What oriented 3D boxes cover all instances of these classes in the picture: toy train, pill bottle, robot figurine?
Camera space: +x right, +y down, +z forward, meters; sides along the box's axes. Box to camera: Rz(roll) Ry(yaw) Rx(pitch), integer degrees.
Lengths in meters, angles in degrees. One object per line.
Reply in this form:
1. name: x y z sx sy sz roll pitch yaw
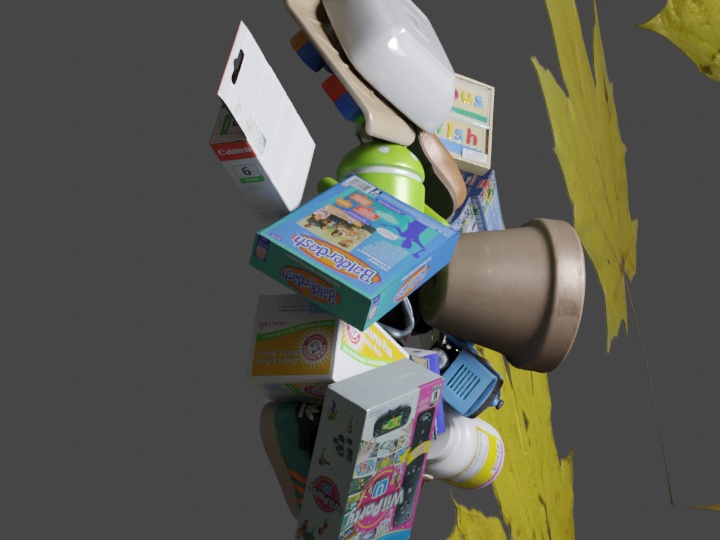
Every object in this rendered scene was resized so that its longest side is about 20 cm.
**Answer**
1. toy train: 0.139 0.144 1.809 0.087 0.114 0.200 -48 163 3
2. pill bottle: 0.127 0.244 1.875 0.200 0.103 0.106 36 53 -61
3. robot figurine: 0.023 -0.070 1.667 0.174 0.115 0.203 13 72 -34

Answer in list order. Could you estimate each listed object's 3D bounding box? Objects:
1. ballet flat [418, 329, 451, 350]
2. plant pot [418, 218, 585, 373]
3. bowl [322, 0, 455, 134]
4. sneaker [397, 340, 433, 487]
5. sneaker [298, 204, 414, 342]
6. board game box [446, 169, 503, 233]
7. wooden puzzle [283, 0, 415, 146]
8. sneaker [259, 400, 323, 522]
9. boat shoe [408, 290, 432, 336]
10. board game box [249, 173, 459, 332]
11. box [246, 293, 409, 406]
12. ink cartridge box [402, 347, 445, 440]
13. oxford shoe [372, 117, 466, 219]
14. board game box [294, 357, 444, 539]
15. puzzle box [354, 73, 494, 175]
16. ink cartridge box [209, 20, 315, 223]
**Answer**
1. ballet flat: 0.115 0.057 1.937 0.072 0.071 0.203 31 57 -63
2. plant pot: 0.172 0.025 1.722 0.200 0.172 0.204 -173 -90 -73
3. bowl: 0.042 -0.289 1.679 0.199 0.074 0.202 35 27 -44
4. sneaker: 0.064 0.190 1.768 0.070 0.074 0.203 21 67 -65
5. sneaker: 0.000 0.000 1.549 0.200 0.079 0.095 47 -4 -14
6. board game box: 0.164 -0.010 1.888 0.200 0.061 0.202 -57 135 -59
7. wooden puzzle: -0.019 -0.239 1.628 0.202 0.046 0.185 59 16 10
8. sneaker: -0.044 0.225 1.493 0.072 0.079 0.202 -71 148 -44
9. boat shoe: 0.048 0.045 1.780 0.200 0.061 0.076 32 58 -61
10. board game box: -0.004 -0.024 1.456 0.199 0.151 0.045 -34 149 -51
11. box: -0.033 0.110 1.505 0.200 0.111 0.103 45 46 -55
12. ink cartridge box: 0.057 0.147 1.642 0.039 0.199 0.101 -7 94 -24
13. oxford shoe: 0.072 -0.165 1.745 0.071 0.071 0.202 -38 100 -49
14. board game box: 0.010 0.211 1.445 0.147 0.064 0.203 -14 123 -50
15. puzzle box: 0.090 -0.218 1.813 0.197 0.025 0.135 15 63 -21
16. ink cartridge box: -0.117 -0.156 1.436 0.201 0.050 0.110 58 35 -46
